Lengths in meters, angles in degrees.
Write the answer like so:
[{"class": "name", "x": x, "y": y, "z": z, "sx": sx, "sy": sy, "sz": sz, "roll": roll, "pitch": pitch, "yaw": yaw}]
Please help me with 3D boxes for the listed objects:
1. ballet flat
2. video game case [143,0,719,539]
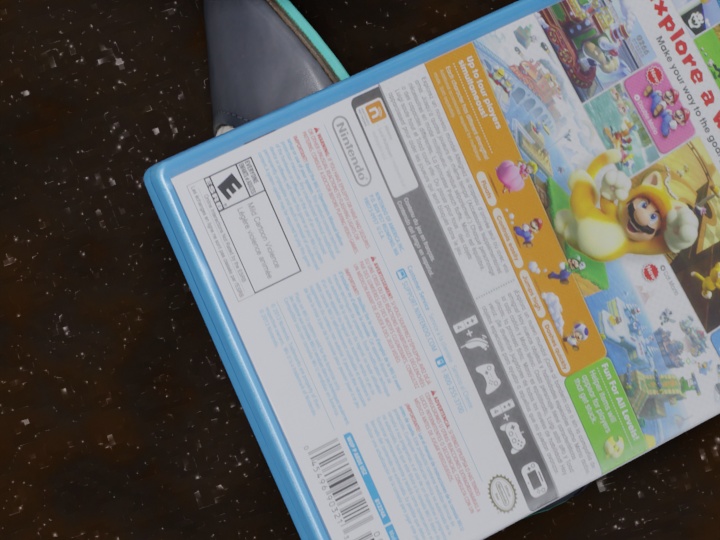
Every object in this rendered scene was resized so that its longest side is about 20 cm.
[{"class": "ballet flat", "x": 0.000, "y": 0.000, "z": 0.914, "sx": 0.073, "sy": 0.073, "sz": 0.200, "roll": -38, "pitch": 95, "yaw": 9}, {"class": "video game case", "x": 0.049, "y": -0.004, "z": 0.890, "sx": 0.200, "sy": 0.018, "sz": 0.143, "roll": -26, "pitch": 95, "yaw": -22}]
